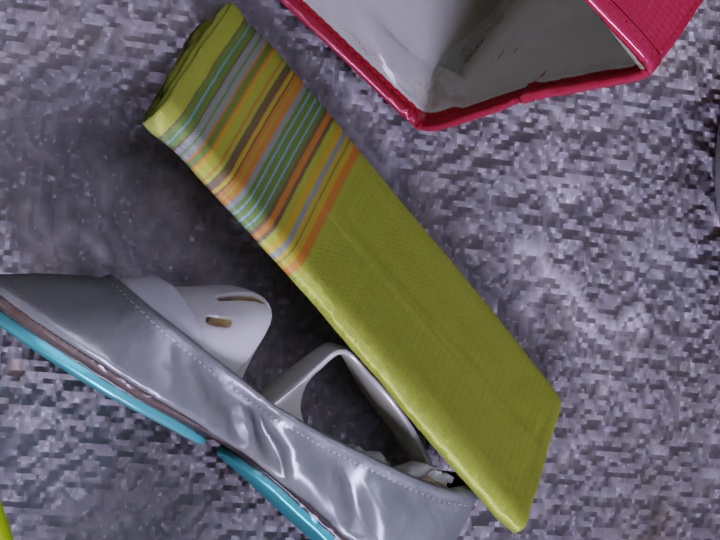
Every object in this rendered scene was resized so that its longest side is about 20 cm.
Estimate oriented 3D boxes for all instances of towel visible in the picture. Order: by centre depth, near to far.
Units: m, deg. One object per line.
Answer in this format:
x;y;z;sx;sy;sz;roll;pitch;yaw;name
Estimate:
0.000;0.000;0.849;0.200;0.018;0.086;49;32;-15;towel

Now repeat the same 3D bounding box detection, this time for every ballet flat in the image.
-0.039;0.041;0.823;0.200;0.067;0.064;38;84;-25;ballet flat

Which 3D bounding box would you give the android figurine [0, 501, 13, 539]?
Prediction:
-0.192;0.082;0.737;0.182;0.041;0.201;-15;84;-43;android figurine

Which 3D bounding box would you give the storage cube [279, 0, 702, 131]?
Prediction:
0.046;-0.180;0.820;0.200;0.171;0.180;43;70;-17;storage cube

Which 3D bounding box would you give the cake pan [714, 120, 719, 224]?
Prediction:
0.226;-0.037;0.971;0.200;0.037;0.201;1;87;-25;cake pan
